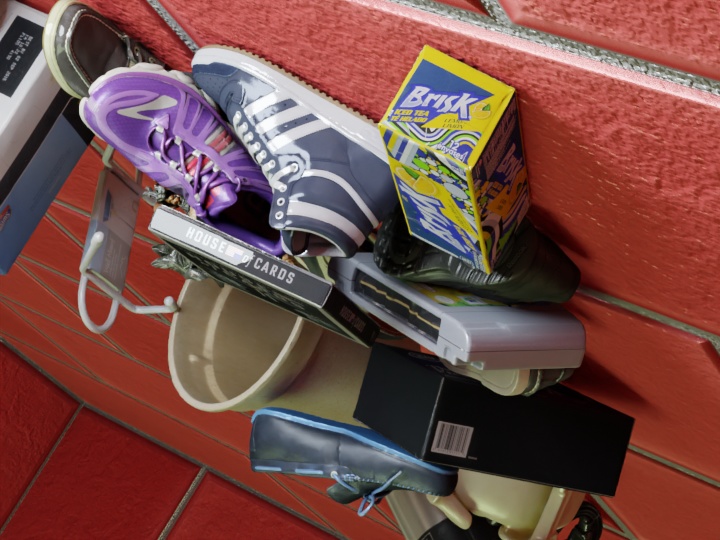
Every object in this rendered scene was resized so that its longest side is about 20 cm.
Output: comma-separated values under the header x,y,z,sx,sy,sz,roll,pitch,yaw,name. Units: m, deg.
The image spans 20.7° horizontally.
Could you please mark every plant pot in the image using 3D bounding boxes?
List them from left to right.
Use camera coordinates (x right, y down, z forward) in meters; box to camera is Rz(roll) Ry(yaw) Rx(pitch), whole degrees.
x,y,z,sx,sy,sz,roll,pitch,yaw,name
-0.048,0.065,1.854,0.183,0.201,0.200,26,173,-37,plant pot

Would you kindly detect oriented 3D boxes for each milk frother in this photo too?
x,y,z,sx,sy,sz,roll,pitch,yaw,name
0.150,0.272,2.272,0.199,0.181,0.189,6,-132,-44,milk frother

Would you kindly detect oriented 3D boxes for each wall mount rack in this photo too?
x,y,z,sx,sy,sz,roll,pitch,yaw,name
-0.219,-0.048,1.829,0.074,0.201,0.174,-3,156,23,wall mount rack

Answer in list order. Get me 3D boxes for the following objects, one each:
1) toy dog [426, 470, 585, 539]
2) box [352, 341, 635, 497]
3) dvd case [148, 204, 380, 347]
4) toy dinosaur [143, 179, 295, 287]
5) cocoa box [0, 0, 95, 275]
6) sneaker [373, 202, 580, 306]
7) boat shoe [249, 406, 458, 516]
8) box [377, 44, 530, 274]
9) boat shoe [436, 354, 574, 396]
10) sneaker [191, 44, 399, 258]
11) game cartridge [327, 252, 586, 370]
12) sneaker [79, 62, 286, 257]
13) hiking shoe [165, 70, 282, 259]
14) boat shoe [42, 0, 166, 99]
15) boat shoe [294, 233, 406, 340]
x,y,z,sx,sy,sz,roll,pitch,yaw,name
0.133,0.192,2.037,0.199,0.140,0.194,26,-157,16,toy dog
0.115,0.130,1.726,0.199,0.079,0.141,13,-178,-27,box
-0.070,0.008,1.534,0.150,0.025,0.200,24,175,14,dvd case
-0.134,-0.055,1.746,0.201,0.102,0.136,61,158,24,toy dinosaur
-0.328,-0.124,1.714,0.133,0.201,0.131,26,167,23,cocoa box
0.084,-0.008,1.490,0.091,0.076,0.200,29,175,-36,sneaker
-0.005,0.172,1.725,0.199,0.069,0.084,14,-178,32,boat shoe
0.066,-0.069,1.309,0.070,0.064,0.200,28,166,16,box
0.112,0.053,1.643,0.062,0.073,0.200,-3,-162,-22,boat shoe
-0.063,-0.083,1.450,0.199,0.109,0.070,29,169,19,sneaker
0.079,0.027,1.536,0.133,0.041,0.200,4,-164,-35,game cartridge
-0.120,-0.082,1.489,0.200,0.081,0.084,33,-161,-19,sneaker
-0.105,-0.079,1.571,0.076,0.101,0.200,1,151,46,hiking shoe
-0.185,-0.153,1.589,0.066,0.072,0.201,14,161,26,boat shoe
0.000,0.000,1.723,0.062,0.071,0.200,14,154,45,boat shoe
